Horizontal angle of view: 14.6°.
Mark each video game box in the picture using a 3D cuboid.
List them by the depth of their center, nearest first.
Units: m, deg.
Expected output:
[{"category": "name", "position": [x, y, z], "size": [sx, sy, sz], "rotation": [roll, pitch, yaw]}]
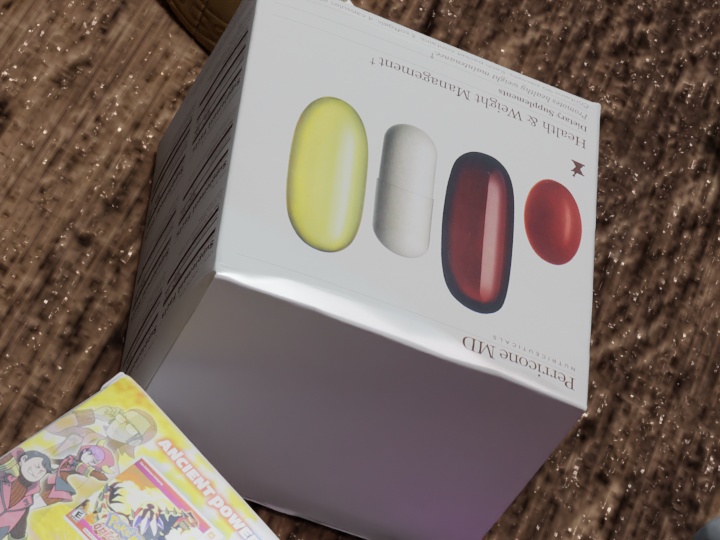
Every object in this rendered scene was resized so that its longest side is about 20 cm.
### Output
[{"category": "video game box", "position": [-0.109, 0.166, 1.198], "size": [0.182, 0.047, 0.200], "rotation": [-34, 68, -26]}]

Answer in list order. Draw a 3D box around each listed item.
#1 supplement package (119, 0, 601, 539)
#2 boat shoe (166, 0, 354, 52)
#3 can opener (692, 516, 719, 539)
[{"category": "supplement package", "position": [0.000, 0.000, 1.359], "size": [0.190, 0.147, 0.201], "rotation": [19, 47, -15]}, {"category": "boat shoe", "position": [-0.042, -0.142, 1.505], "size": [0.200, 0.071, 0.069], "rotation": [52, 46, 4]}, {"category": "can opener", "position": [0.219, 0.214, 1.374], "size": [0.200, 0.066, 0.053], "rotation": [50, 46, 7]}]
